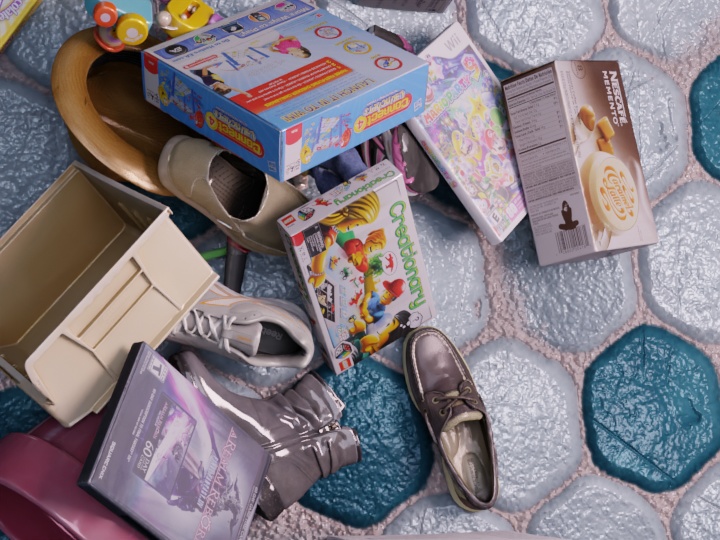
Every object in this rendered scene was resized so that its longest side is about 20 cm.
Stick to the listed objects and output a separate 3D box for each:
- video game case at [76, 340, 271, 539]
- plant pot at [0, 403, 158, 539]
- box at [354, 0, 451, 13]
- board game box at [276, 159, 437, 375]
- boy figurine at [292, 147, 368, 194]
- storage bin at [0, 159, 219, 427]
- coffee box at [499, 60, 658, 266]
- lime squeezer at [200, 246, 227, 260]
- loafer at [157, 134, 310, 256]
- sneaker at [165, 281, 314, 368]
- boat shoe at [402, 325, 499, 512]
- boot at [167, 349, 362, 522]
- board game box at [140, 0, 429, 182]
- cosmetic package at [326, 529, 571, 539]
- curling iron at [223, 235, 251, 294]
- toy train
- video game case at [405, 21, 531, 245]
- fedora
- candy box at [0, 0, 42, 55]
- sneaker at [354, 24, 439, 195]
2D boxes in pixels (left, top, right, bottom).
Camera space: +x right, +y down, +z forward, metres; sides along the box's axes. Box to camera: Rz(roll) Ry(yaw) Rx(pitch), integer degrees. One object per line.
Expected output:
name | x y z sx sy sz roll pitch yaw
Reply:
video game case | -0.160 0.178 1.263 0.200 0.019 0.143 47 46 -37
plant pot | -0.232 0.191 1.321 0.200 0.200 0.179 42 61 -4
box | 0.062 -0.390 1.449 0.104 0.184 0.201 4 82 -10
board game box | 0.000 0.000 1.397 0.126 0.201 0.035 -30 45 -14
boy figurine | -0.052 -0.135 1.436 0.064 0.125 0.200 -21 62 -34
storage bin | -0.266 0.019 1.314 0.199 0.200 0.094 -48 128 -13
coffee box | 0.230 -0.114 1.481 0.114 0.079 0.201 -6 83 -44
lime squeezer | -0.184 0.018 1.421 0.071 0.038 0.200 45 75 0
loafer | -0.106 -0.065 1.363 0.199 0.068 0.076 27 82 -40
sneaker | -0.135 0.051 1.374 0.199 0.092 0.076 10 101 -16
boat shoe | 0.101 0.150 1.448 0.073 0.065 0.201 -22 87 -13
boot | -0.095 0.138 1.416 0.131 0.070 0.201 -36 102 -17
board game box | -0.072 -0.181 1.352 0.195 0.056 0.199 33 45 33
cosmetic package | 0.083 0.316 1.354 0.199 0.199 0.124 -1 82 -11
curling iron | -0.114 -0.028 1.425 0.049 0.026 0.201 11 92 -35
toy train | -0.221 -0.272 1.396 0.150 0.056 0.200 49 34 16
video game case | 0.119 -0.145 1.468 0.200 0.018 0.143 53 49 -10
fedora | -0.225 -0.145 1.396 0.200 0.082 0.202 21 52 -29
candy box | -0.384 -0.277 1.424 0.102 0.026 0.201 35 78 -9
sneaker | 0.016 -0.160 1.466 0.080 0.086 0.201 23 53 -44
